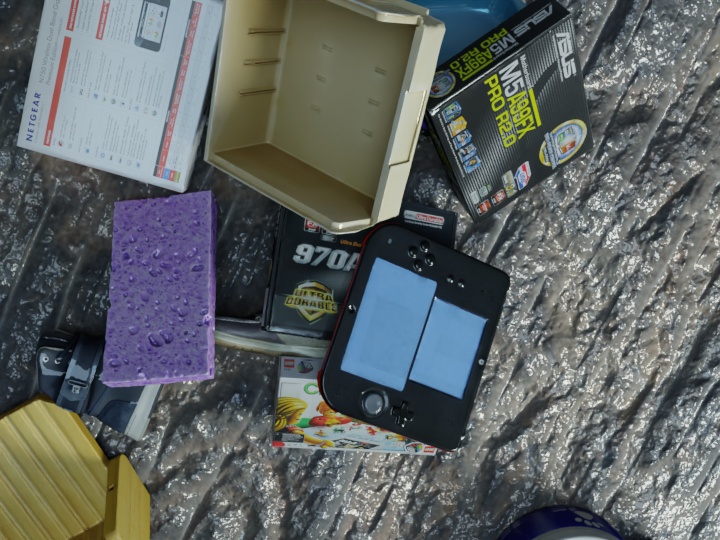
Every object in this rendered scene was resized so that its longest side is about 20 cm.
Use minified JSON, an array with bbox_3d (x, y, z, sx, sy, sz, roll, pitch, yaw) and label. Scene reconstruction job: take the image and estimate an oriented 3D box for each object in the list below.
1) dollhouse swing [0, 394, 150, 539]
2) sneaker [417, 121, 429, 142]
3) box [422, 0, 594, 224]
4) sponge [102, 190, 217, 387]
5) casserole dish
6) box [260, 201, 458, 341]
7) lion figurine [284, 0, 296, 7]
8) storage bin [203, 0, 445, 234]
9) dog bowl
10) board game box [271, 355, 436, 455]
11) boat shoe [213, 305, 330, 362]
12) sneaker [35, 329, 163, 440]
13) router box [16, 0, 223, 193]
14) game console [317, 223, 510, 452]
[{"bbox_3d":[-0.360,0.276,0.853,0.197,0.183,0.177,-27,123,2],"label":"dollhouse swing"},{"bbox_3d":[0.045,-0.162,0.846,0.196,0.070,0.101,8,108,-3],"label":"sneaker"},{"bbox_3d":[0.152,-0.155,0.802,0.159,0.045,0.201,-32,144,2],"label":"box"},{"bbox_3d":[-0.207,0.017,0.820,0.109,0.030,0.204,-4,70,4],"label":"sponge"},{"bbox_3d":[0.086,-0.243,0.809,0.196,0.039,0.123,-8,59,-14],"label":"casserole dish"},{"bbox_3d":[0.000,0.000,0.848,0.196,0.046,0.162,10,83,-14],"label":"box"},{"bbox_3d":[-0.062,-0.333,0.805,0.120,0.073,0.203,8,115,-14],"label":"lion figurine"},{"bbox_3d":[-0.040,-0.168,0.746,0.197,0.093,0.203,30,121,29],"label":"storage bin"},{"bbox_3d":[0.252,0.400,0.966,0.196,0.079,0.204,-1,101,-4],"label":"dog bowl"},{"bbox_3d":[0.001,0.155,0.886,0.196,0.035,0.128,4,133,-7],"label":"board game box"},{"bbox_3d":[-0.088,0.064,0.878,0.196,0.072,0.066,11,83,-8],"label":"boat shoe"},{"bbox_3d":[-0.270,0.072,0.858,0.144,0.077,0.205,24,98,-10],"label":"sneaker"},{"bbox_3d":[-0.244,-0.204,0.818,0.176,0.049,0.204,16,100,-7],"label":"router box"},{"bbox_3d":[0.058,0.069,0.819,0.174,0.031,0.203,21,82,-13],"label":"game console"}]
